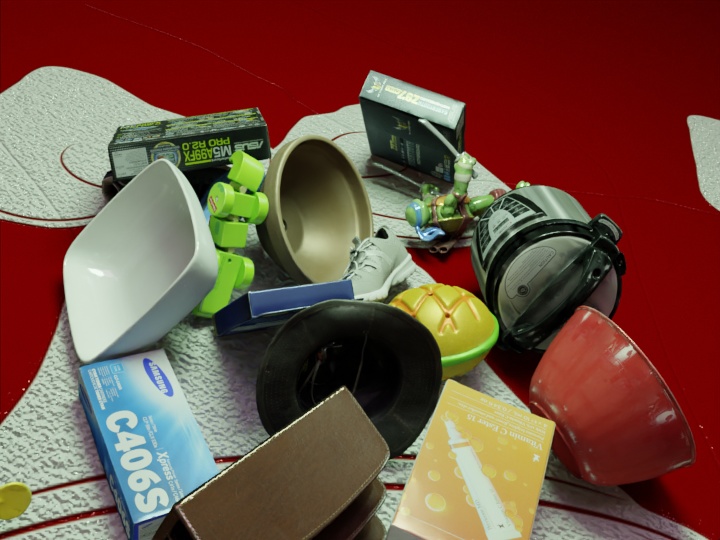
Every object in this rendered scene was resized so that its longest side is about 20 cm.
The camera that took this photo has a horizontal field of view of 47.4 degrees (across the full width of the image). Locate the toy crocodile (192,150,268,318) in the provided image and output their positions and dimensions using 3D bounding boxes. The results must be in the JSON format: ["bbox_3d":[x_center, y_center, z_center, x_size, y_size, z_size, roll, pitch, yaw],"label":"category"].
[{"bbox_3d":[-0.161,-0.041,0.983,0.067,0.205,0.061,8,9,-42],"label":"toy crocodile"}]

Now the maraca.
[{"bbox_3d":[0.066,0.074,0.975,0.195,0.110,0.138,-4,24,9],"label":"maraca"}]

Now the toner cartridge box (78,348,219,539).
[{"bbox_3d":[-0.211,0.170,0.817,0.093,0.044,0.201,-10,43,-30],"label":"toner cartridge box"}]

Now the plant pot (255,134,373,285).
[{"bbox_3d":[-0.075,-0.066,1.077,0.091,0.204,0.201,-12,22,35],"label":"plant pot"}]

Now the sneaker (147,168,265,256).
[{"bbox_3d":[-0.185,-0.054,1.042,0.200,0.067,0.078,-43,52,-17],"label":"sneaker"}]

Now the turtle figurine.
[{"bbox_3d":[0.147,-0.132,1.215,0.190,0.145,0.203,2,49,-27],"label":"turtle figurine"}]

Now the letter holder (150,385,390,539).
[{"bbox_3d":[-0.057,0.225,0.720,0.198,0.101,0.143,-29,74,-39],"label":"letter holder"}]

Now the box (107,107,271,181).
[{"bbox_3d":[-0.219,-0.167,1.063,0.195,0.045,0.160,-10,20,-9],"label":"box"}]

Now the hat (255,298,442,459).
[{"bbox_3d":[-0.016,0.108,0.868,0.195,0.206,0.081,3,16,-14],"label":"hat"}]

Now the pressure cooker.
[{"bbox_3d":[0.235,0.001,1.029,0.174,0.180,0.201,-3,27,-1],"label":"pressure cooker"}]

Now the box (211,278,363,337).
[{"bbox_3d":[-0.085,0.041,0.914,0.118,0.199,0.033,-8,84,-25],"label":"box"}]

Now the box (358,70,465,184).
[{"bbox_3d":[0.084,-0.217,1.274,0.155,0.200,0.052,23,76,12],"label":"box"}]

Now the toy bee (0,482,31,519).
[{"bbox_3d":[-0.358,0.176,0.696,0.200,0.109,0.130,48,29,21],"label":"toy bee"}]

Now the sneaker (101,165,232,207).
[{"bbox_3d":[-0.251,-0.098,1.100,0.198,0.079,0.146,14,25,16],"label":"sneaker"}]

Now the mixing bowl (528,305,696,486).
[{"bbox_3d":[0.252,0.154,0.885,0.107,0.202,0.201,-32,50,-6],"label":"mixing bowl"}]

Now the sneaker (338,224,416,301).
[{"bbox_3d":[0.000,0.000,1.040,0.083,0.074,0.200,63,29,-5],"label":"sneaker"}]

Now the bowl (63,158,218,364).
[{"bbox_3d":[-0.242,-0.004,0.932,0.074,0.199,0.201,34,20,-46],"label":"bowl"}]

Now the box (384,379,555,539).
[{"bbox_3d":[0.104,0.225,0.800,0.122,0.099,0.201,20,38,9],"label":"box"}]
